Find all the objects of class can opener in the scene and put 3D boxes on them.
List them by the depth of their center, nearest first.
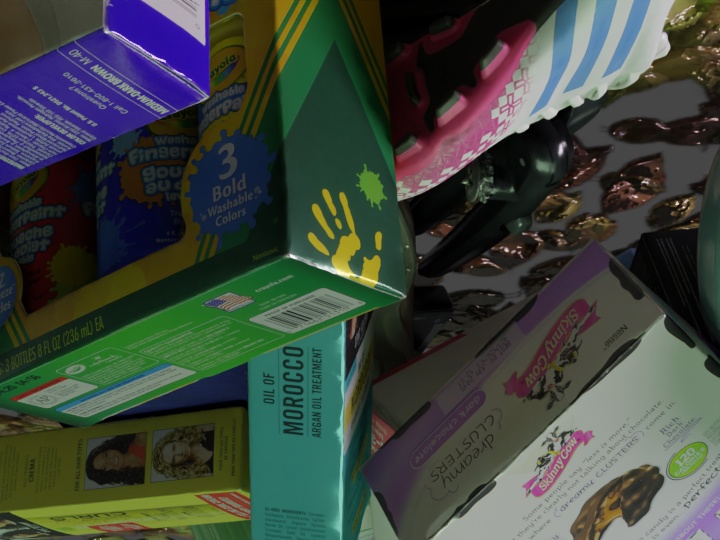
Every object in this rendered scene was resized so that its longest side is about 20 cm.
[{"bbox_3d":[0.064,-0.038,0.801,0.078,0.064,0.200,-11,162,-22],"label":"can opener"}]

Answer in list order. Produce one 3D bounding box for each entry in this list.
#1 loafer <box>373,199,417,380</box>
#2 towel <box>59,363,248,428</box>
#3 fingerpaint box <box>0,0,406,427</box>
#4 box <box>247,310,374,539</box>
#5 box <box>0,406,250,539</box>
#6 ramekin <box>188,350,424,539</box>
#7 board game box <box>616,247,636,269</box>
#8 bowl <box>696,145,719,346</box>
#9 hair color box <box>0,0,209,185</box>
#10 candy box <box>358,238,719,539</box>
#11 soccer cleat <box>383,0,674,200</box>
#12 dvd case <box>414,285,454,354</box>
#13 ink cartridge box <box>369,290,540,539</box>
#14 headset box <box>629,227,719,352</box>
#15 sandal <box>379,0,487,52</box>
[{"bbox_3d":[0.000,0.000,0.859,0.072,0.063,0.200,1,141,8],"label":"loafer"},{"bbox_3d":[-0.111,0.049,0.844,0.147,0.050,0.200,-3,158,5],"label":"towel"},{"bbox_3d":[-0.084,-0.042,0.669,0.200,0.167,0.073,-22,151,36],"label":"fingerpaint box"},{"bbox_3d":[-0.023,0.047,0.761,0.049,0.082,0.201,5,117,9],"label":"box"},{"bbox_3d":[-0.140,0.119,0.884,0.199,0.050,0.075,-9,156,20],"label":"box"},{"bbox_3d":[-0.019,0.146,1.006,0.199,0.098,0.200,-19,151,-11],"label":"ramekin"},{"bbox_3d":[0.171,0.054,1.045,0.151,0.037,0.200,15,150,-32],"label":"board game box"},{"bbox_3d":[0.235,-0.014,0.766,0.105,0.201,0.201,5,161,31],"label":"bowl"},{"bbox_3d":[-0.156,-0.094,0.620,0.200,0.110,0.065,-19,150,30],"label":"hair color box"},{"bbox_3d":[0.127,0.105,0.792,0.168,0.072,0.200,-44,130,9],"label":"candy box"},{"bbox_3d":[0.078,-0.088,0.646,0.086,0.070,0.200,27,122,-35],"label":"soccer cleat"},{"bbox_3d":[-0.045,0.081,1.007,0.150,0.025,0.200,-3,145,-33],"label":"dvd case"},{"bbox_3d":[0.083,0.135,0.908,0.146,0.083,0.201,-26,130,-27],"label":"ink cartridge box"},{"bbox_3d":[0.256,0.057,0.933,0.199,0.093,0.174,-5,141,-12],"label":"headset box"},{"bbox_3d":[0.026,-0.092,0.713,0.200,0.048,0.075,-16,151,26],"label":"sandal"}]
